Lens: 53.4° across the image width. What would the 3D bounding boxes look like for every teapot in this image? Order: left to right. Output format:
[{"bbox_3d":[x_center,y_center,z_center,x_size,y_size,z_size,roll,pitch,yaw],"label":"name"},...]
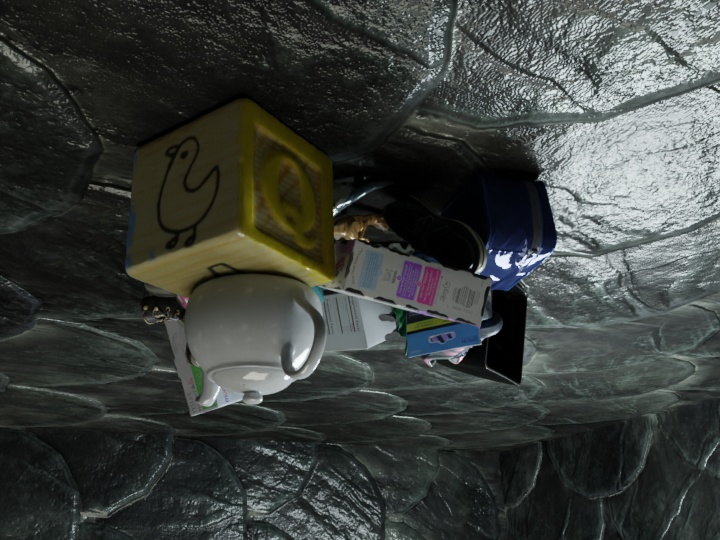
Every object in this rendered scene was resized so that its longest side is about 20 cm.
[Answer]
[{"bbox_3d":[-0.137,0.100,0.936,0.196,0.147,0.200,-3,157,0],"label":"teapot"}]

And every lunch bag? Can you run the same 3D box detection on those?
[{"bbox_3d":[0.210,-0.050,1.114,0.131,0.137,0.200,5,155,-17],"label":"lunch bag"}]

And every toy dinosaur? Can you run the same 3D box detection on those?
[{"bbox_3d":[-0.029,-0.062,1.111,0.106,0.060,0.200,-53,163,28],"label":"toy dinosaur"}]

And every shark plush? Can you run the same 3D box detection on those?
[{"bbox_3d":[-0.049,-0.105,1.081,0.199,0.091,0.083,-35,151,7],"label":"shark plush"}]

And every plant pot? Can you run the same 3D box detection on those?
[{"bbox_3d":[0.221,0.117,1.466,0.176,0.201,0.199,-4,160,32],"label":"plant pot"}]

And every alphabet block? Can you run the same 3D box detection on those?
[{"bbox_3d":[-0.167,-0.075,0.950,0.199,0.197,0.196,-17,155,30],"label":"alphabet block"}]

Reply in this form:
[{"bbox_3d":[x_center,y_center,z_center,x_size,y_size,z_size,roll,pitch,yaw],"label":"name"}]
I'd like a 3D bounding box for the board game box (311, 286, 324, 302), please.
[{"bbox_3d":[-0.156,0.052,1.125,0.199,0.047,0.151,-29,-163,3],"label":"board game box"}]

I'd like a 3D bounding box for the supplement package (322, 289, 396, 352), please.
[{"bbox_3d":[-0.046,0.094,1.393,0.199,0.110,0.113,-9,-176,36],"label":"supplement package"}]

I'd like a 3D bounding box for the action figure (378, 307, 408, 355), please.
[{"bbox_3d":[0.089,0.064,1.369,0.054,0.119,0.200,-6,-161,24],"label":"action figure"}]

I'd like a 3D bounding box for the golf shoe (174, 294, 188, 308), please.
[{"bbox_3d":[-0.272,0.022,1.184,0.092,0.073,0.200,4,149,42],"label":"golf shoe"}]

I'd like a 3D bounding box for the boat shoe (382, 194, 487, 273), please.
[{"bbox_3d":[0.106,-0.051,1.058,0.062,0.200,0.075,-12,128,-36],"label":"boat shoe"}]

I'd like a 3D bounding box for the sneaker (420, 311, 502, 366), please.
[{"bbox_3d":[0.186,0.128,1.321,0.199,0.082,0.070,-16,-161,43],"label":"sneaker"}]

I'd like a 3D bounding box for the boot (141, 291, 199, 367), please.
[{"bbox_3d":[-0.329,0.085,1.321,0.149,0.201,0.073,-3,151,17],"label":"boot"}]

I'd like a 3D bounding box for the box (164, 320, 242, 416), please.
[{"bbox_3d":[-0.281,0.170,1.452,0.096,0.201,0.176,-22,171,36],"label":"box"}]

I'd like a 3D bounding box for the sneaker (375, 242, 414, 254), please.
[{"bbox_3d":[0.000,0.000,1.283,0.198,0.089,0.074,-2,159,2],"label":"sneaker"}]

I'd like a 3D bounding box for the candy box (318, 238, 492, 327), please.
[{"bbox_3d":[0.055,0.016,1.002,0.199,0.072,0.168,15,177,-15],"label":"candy box"}]

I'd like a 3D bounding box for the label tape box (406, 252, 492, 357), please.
[{"bbox_3d":[0.157,0.057,1.280,0.143,0.201,0.066,-15,151,30],"label":"label tape box"}]

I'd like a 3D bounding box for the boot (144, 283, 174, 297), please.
[{"bbox_3d":[-0.304,-0.020,1.257,0.198,0.068,0.131,-8,147,7],"label":"boot"}]
